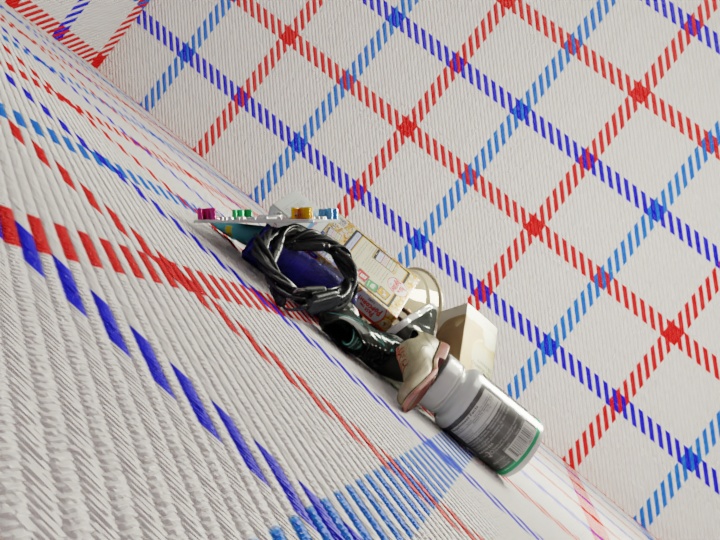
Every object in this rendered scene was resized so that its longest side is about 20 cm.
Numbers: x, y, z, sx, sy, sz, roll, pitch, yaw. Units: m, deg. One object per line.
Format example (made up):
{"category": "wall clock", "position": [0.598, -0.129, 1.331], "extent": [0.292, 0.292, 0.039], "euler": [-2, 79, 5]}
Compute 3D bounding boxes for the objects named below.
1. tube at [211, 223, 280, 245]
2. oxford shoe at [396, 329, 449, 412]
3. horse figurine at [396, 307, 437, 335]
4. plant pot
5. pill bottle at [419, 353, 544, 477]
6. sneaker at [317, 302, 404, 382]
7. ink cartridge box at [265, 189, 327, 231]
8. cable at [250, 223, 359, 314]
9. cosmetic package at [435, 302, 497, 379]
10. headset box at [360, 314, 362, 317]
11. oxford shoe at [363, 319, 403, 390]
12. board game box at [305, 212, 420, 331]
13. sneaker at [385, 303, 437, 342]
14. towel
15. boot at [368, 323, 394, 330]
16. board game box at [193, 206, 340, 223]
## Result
{"category": "tube", "position": [-0.187, -0.061, 1.625], "extent": [0.199, 0.051, 0.077], "euler": [12, -22, 41]}
{"category": "oxford shoe", "position": [0.079, 0.152, 1.400], "extent": [0.074, 0.071, 0.200], "euler": [35, 22, 3]}
{"category": "horse figurine", "position": [0.109, 0.117, 1.731], "extent": [0.133, 0.050, 0.200], "euler": [45, 0, 22]}
{"category": "plant pot", "position": [0.048, 0.067, 1.963], "extent": [0.183, 0.202, 0.200], "euler": [22, 13, -45]}
{"category": "pill bottle", "position": [0.192, 0.234, 1.478], "extent": [0.200, 0.113, 0.113], "euler": [39, 1, -5]}
{"category": "sneaker", "position": [0.007, 0.123, 1.456], "extent": [0.199, 0.076, 0.079], "euler": [36, 20, -9]}
{"category": "ink cartridge box", "position": [-0.111, -0.057, 1.984], "extent": [0.200, 0.083, 0.146], "euler": [40, -39, 16]}
{"category": "cable", "position": [-0.084, -0.005, 1.416], "extent": [0.199, 0.051, 0.163], "euler": [-17, 60, -50]}
{"category": "cosmetic package", "position": [0.187, 0.174, 1.653], "extent": [0.071, 0.201, 0.105], "euler": [-21, -46, 39]}
{"category": "headset box", "position": [-0.079, 0.029, 1.682], "extent": [0.200, 0.077, 0.149], "euler": [41, 2, 0]}
{"category": "oxford shoe", "position": [0.055, 0.156, 1.546], "extent": [0.200, 0.058, 0.075], "euler": [41, 0, 13]}
{"category": "board game box", "position": [0.000, 0.000, 1.626], "extent": [0.200, 0.046, 0.152], "euler": [40, 33, -1]}
{"category": "sneaker", "position": [0.110, 0.121, 1.576], "extent": [0.100, 0.070, 0.200], "euler": [56, 20, 4]}
{"category": "towel", "position": [-0.106, 0.010, 1.525], "extent": [0.199, 0.050, 0.148], "euler": [37, -19, -9]}
{"category": "boot", "position": [0.038, 0.125, 1.745], "extent": [0.073, 0.076, 0.200], "euler": [37, 1, -12]}
{"category": "board game box", "position": [-0.150, -0.092, 1.510], "extent": [0.198, 0.026, 0.200], "euler": [0, 3, 12]}
